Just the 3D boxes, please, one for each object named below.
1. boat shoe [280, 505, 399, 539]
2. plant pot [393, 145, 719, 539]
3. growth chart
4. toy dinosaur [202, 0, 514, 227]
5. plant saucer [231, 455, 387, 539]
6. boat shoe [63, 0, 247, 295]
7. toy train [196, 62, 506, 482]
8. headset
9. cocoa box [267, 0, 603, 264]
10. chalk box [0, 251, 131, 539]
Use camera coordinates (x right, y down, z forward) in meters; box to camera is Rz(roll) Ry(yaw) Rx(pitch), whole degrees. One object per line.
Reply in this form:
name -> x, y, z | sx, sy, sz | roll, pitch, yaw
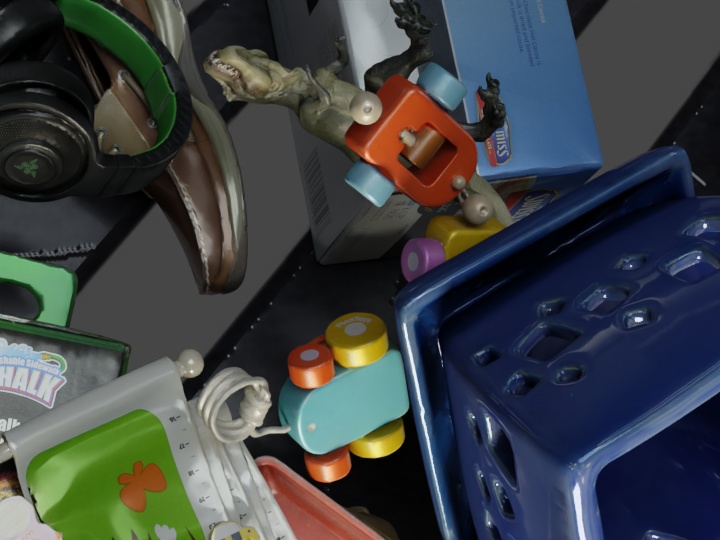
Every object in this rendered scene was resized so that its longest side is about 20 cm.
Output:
boat shoe -> -0.010, 0.159, 1.169 | 0.199, 0.071, 0.065 | 36, 32, -1
plant pot -> 0.131, 0.072, 1.049 | 0.199, 0.201, 0.180 | -29, 40, -20
growth chart -> -0.085, 0.140, 1.050 | 0.144, 0.018, 0.201 | -34, 95, -28
toy dinosaur -> 0.024, -0.075, 1.098 | 0.199, 0.088, 0.048 | 33, 34, -11
plant saucer -> -0.025, 0.223, 1.116 | 0.199, 0.037, 0.200 | 36, 97, -2
boat shoe -> -0.114, -0.074, 1.205 | 0.071, 0.076, 0.201 | -15, 69, -16
toy train -> 0.000, 0.000, 1.075 | 0.150, 0.056, 0.201 | 32, 95, -40
headset -> -0.179, -0.085, 1.109 | 0.199, 0.094, 0.124 | 2, 53, -40
cocoa box -> 0.034, -0.121, 1.224 | 0.130, 0.133, 0.202 | -7, 75, -18
chalk box -> -0.188, 0.091, 1.103 | 0.124, 0.124, 0.202 | 13, 69, -11
